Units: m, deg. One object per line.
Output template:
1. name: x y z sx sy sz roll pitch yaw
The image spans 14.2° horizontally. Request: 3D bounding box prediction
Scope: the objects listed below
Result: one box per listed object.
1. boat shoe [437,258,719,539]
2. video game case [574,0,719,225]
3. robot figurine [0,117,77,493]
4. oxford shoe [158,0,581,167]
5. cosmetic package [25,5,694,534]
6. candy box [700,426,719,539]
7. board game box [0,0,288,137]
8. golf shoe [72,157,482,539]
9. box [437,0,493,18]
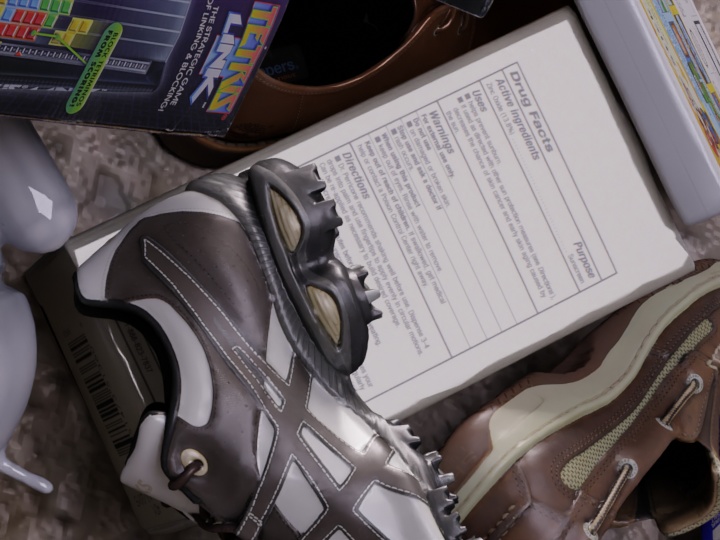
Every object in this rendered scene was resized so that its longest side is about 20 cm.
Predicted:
1. boat shoe: 0.096 0.063 1.019 0.075 0.075 0.202 43 41 14
2. video game case: 0.092 -0.116 1.054 0.201 0.023 0.182 65 13 0
3. robot figurine: -0.172 -0.004 0.876 0.169 0.113 0.201 -29 91 7
4. oxford shoe: 0.020 -0.089 1.043 0.200 0.071 0.072 -25 87 -36
5. cosmetic package: 0.000 0.000 0.976 0.199 0.071 0.106 -24 90 -20
6. candy box: 0.207 0.142 1.033 0.169 0.077 0.200 34 32 -19
7. board game box: -0.145 -0.112 0.855 0.200 0.057 0.165 34 18 28
8. golf shoe: -0.022 0.069 0.886 0.094 0.078 0.201 -22 79 -14
9. box: -0.057 -0.158 0.968 0.199 0.159 0.046 20 104 -25
